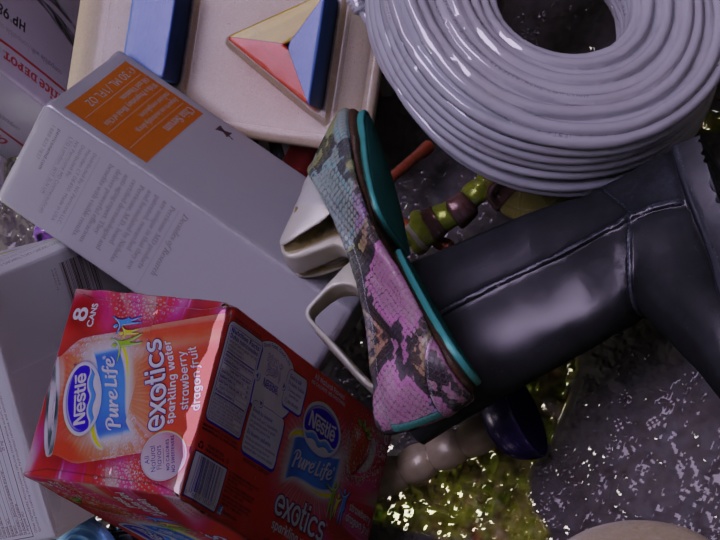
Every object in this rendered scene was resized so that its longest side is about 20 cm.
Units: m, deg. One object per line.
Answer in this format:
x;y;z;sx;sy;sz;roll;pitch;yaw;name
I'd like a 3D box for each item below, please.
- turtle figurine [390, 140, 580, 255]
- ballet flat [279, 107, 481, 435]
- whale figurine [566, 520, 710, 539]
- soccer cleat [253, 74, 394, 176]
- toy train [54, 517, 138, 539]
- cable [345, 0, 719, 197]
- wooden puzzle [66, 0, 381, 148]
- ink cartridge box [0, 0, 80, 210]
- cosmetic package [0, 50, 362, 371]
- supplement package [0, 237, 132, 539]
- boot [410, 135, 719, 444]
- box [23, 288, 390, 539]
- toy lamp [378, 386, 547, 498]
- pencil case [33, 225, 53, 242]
0.111;-0.046;1.357;0.199;0.064;0.162;-27;63;3;turtle figurine
0.000;0.000;1.273;0.071;0.069;0.201;-26;53;7;ballet flat
0.169;0.205;1.189;0.199;0.104;0.159;22;35;15;whale figurine
-0.041;-0.086;1.471;0.085;0.069;0.201;13;76;39;soccer cleat
-0.168;0.196;1.390;0.199;0.087;0.115;-13;90;34;toy train
0.102;-0.137;1.326;0.199;0.069;0.201;-16;66;-21;cable
-0.075;-0.171;1.407;0.199;0.046;0.187;9;91;21;wooden puzzle
-0.231;-0.152;1.585;0.066;0.116;0.201;-12;62;24;ink cartridge box
-0.086;-0.027;1.364;0.199;0.101;0.071;34;119;3;cosmetic package
-0.225;0.072;1.401;0.199;0.191;0.148;-13;96;26;supplement package
0.106;0.037;1.261;0.199;0.066;0.166;-23;49;15;boot
-0.071;0.091;1.250;0.095;0.200;0.100;6;72;28;box
0.004;0.119;1.352;0.199;0.058;0.059;-27;56;19;toy lamp
-0.137;-0.094;1.525;0.085;0.084;0.201;-24;44;67;pencil case
